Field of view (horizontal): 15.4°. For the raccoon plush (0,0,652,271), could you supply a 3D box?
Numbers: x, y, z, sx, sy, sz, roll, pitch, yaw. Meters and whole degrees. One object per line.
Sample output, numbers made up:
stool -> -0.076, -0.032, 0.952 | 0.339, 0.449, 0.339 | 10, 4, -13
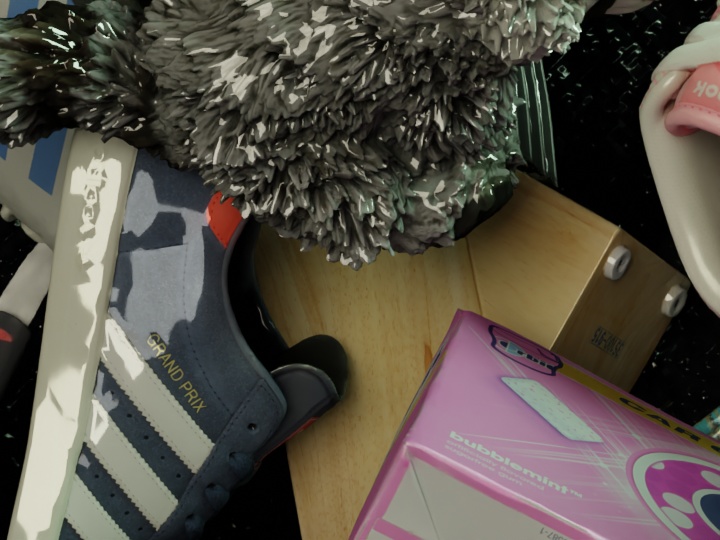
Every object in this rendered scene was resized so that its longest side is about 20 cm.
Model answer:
raccoon plush -> -0.017, -0.069, 0.663 | 0.198, 0.134, 0.097 | -11, 61, -19

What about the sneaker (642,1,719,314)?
sneaker -> 0.133, -0.074, 0.686 | 0.075, 0.104, 0.202 | 24, 112, 41

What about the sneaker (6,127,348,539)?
sneaker -> -0.050, 0.051, 0.747 | 0.084, 0.075, 0.202 | 10, 102, 2

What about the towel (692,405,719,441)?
towel -> 0.131, 0.107, 0.763 | 0.200, 0.022, 0.147 | -38, 69, 11

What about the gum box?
gum box -> 0.093, 0.096, 0.670 | 0.199, 0.114, 0.066 | 27, 108, 2

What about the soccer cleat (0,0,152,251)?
soccer cleat -> -0.082, -0.033, 0.809 | 0.086, 0.070, 0.201 | -14, 113, 19

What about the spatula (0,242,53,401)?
spatula -> -0.103, 0.006, 0.836 | 0.056, 0.021, 0.201 | 23, 61, 9

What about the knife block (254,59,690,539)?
knife block -> 0.000, 0.000, 0.806 | 0.175, 0.064, 0.201 | 29, 90, 32
